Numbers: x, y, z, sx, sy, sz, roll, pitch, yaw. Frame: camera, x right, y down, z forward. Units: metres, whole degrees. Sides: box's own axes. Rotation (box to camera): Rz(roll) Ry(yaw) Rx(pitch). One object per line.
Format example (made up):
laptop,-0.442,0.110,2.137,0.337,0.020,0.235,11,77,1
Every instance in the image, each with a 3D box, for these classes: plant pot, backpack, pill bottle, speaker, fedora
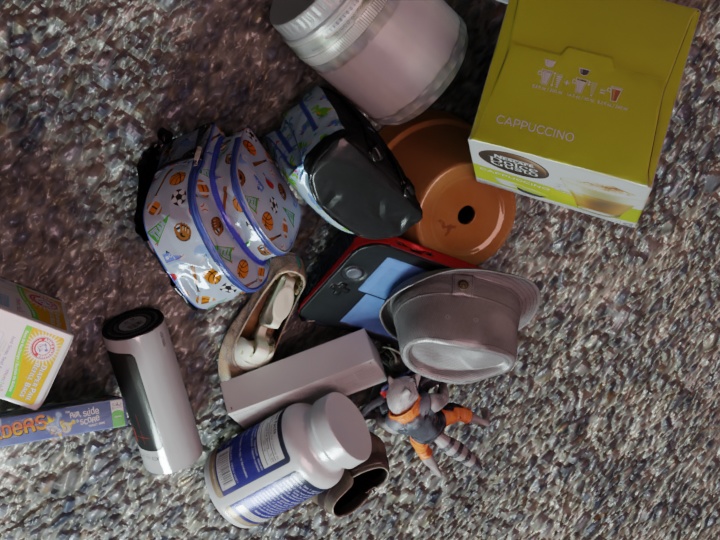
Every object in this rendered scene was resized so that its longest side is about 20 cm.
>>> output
plant pot,0.107,-0.090,1.457,0.199,0.140,0.202,-8,113,-20
backpack,-0.030,-0.132,1.348,0.153,0.201,0.163,-34,131,19
pill bottle,-0.091,0.239,1.463,0.199,0.116,0.116,-30,122,24
speaker,-0.257,0.152,1.438,0.081,0.081,0.201,-18,116,-14
fedora,0.123,0.077,1.391,0.198,0.091,0.177,9,143,-13
backpack,-0.162,-0.056,1.320,0.153,0.191,0.200,-21,122,29

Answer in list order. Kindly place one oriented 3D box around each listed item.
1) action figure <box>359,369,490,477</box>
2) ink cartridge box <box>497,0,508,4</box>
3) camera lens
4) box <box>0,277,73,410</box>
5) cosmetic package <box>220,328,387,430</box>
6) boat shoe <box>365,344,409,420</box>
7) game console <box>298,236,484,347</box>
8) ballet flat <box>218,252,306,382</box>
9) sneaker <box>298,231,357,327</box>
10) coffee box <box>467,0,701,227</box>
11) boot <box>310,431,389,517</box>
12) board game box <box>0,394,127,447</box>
action figure,0.106,0.182,1.516,0.200,0.105,0.193,-39,134,15
ink cartridge box,0.069,-0.366,1.321,0.199,0.161,0.050,11,109,-23
camera lens,0.014,-0.279,1.333,0.200,0.160,0.160,37,94,-29
box,-0.441,0.064,1.306,0.199,0.113,0.102,24,99,-24
cosmetic package,-0.072,0.141,1.478,0.199,0.051,0.083,-21,154,4
boat shoe,0.060,0.124,1.559,0.070,0.072,0.201,7,109,-29
game console,0.046,0.034,1.426,0.199,0.031,0.177,19,133,-24
ballet flat,-0.125,0.071,1.466,0.068,0.067,0.201,18,103,-26
sneaker,0.000,0.000,1.464,0.082,0.071,0.200,17,133,-29
coffee box,0.243,-0.187,1.275,0.198,0.198,0.201,16,84,10
boot,-0.055,0.282,1.531,0.200,0.146,0.070,-41,122,-2
board game box,-0.385,0.181,1.363,0.198,0.135,0.035,-7,88,-21
